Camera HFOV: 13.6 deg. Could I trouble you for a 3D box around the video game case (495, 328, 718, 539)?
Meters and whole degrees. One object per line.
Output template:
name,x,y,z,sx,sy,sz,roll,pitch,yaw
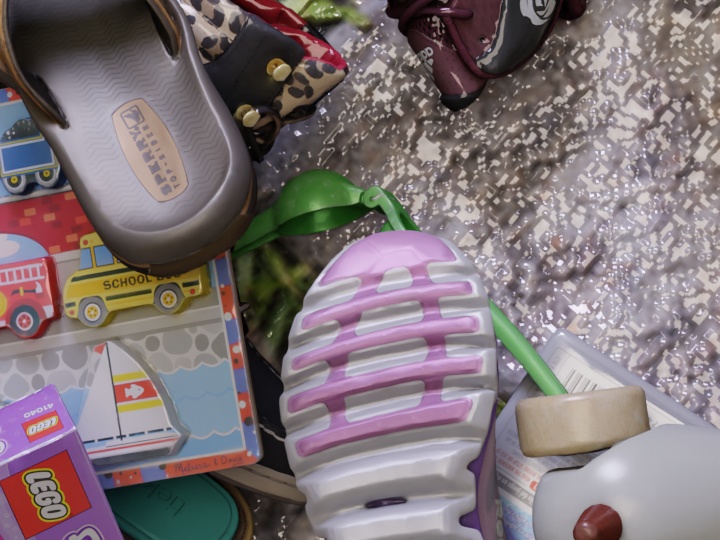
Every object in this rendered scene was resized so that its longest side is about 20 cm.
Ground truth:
video game case,0.108,0.151,1.143,0.199,0.024,0.183,33,88,11

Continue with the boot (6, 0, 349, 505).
boot,-0.056,-0.022,1.134,0.200,0.073,0.151,39,103,8

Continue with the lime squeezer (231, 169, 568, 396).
lime squeezer,0.000,0.000,1.166,0.199,0.038,0.071,15,70,17

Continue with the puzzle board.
puzzle board,-0.141,0.012,1.111,0.199,0.017,0.152,-10,87,18

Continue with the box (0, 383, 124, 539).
box,-0.136,0.154,1.096,0.136,0.039,0.201,-25,121,-8

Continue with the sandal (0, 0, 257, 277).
sandal,-0.104,-0.082,1.067,0.081,0.055,0.201,-32,59,3

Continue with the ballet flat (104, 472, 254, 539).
ballet flat,-0.125,0.065,1.169,0.200,0.063,0.069,41,66,16

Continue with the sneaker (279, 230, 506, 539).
sneaker,0.020,0.088,1.108,0.080,0.088,0.202,-7,79,10

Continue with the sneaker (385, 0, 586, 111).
sneaker,0.008,-0.116,1.141,0.199,0.076,0.116,-7,90,-25

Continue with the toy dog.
toy dog,0.142,0.080,1.082,0.199,0.096,0.133,-26,91,3
